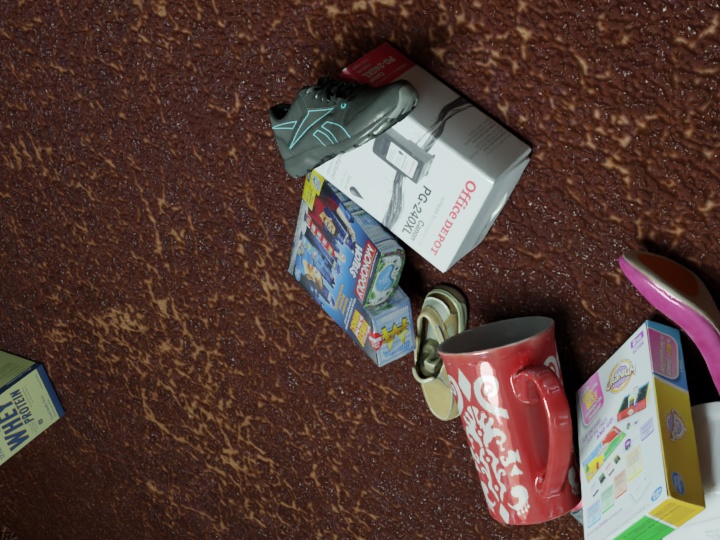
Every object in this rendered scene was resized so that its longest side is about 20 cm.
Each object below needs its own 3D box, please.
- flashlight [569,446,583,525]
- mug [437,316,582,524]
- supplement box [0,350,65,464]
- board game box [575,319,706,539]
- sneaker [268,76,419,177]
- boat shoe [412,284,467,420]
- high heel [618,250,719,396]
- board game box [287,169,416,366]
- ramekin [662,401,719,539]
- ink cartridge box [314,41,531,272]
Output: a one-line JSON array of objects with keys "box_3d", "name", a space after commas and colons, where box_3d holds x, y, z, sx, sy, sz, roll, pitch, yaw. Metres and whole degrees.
[{"box_3d": [0.227, 0.218, 1.119, 0.200, 0.068, 0.068, 46, 180, 8], "name": "flashlight"}, {"box_3d": [0.168, 0.170, 1.011, 0.132, 0.178, 0.202, -13, 97, 13], "name": "mug"}, {"box_3d": [-0.778, 0.287, 1.953, 0.198, 0.200, 0.135, 10, 127, 37], "name": "supplement box"}, {"box_3d": [0.277, 0.175, 0.941, 0.040, 0.202, 0.154, 16, 140, -11], "name": "board game box"}, {"box_3d": [-0.026, -0.154, 0.919, 0.199, 0.075, 0.080, -18, 103, 47], "name": "sneaker"}, {"box_3d": [0.091, 0.116, 1.147, 0.071, 0.076, 0.202, 15, 130, 32], "name": "boat shoe"}, {"box_3d": [0.322, 0.063, 0.911, 0.199, 0.068, 0.096, 31, 128, 0], "name": "high heel"}, {"box_3d": [0.000, 0.000, 1.094, 0.200, 0.061, 0.201, 52, 148, 25], "name": "board game box"}, {"box_3d": [0.388, 0.230, 0.920, 0.199, 0.098, 0.202, 19, 142, 15], "name": "ramekin"}, {"box_3d": [0.060, -0.119, 0.987, 0.199, 0.083, 0.146, 39, 138, 13], "name": "ink cartridge box"}]
